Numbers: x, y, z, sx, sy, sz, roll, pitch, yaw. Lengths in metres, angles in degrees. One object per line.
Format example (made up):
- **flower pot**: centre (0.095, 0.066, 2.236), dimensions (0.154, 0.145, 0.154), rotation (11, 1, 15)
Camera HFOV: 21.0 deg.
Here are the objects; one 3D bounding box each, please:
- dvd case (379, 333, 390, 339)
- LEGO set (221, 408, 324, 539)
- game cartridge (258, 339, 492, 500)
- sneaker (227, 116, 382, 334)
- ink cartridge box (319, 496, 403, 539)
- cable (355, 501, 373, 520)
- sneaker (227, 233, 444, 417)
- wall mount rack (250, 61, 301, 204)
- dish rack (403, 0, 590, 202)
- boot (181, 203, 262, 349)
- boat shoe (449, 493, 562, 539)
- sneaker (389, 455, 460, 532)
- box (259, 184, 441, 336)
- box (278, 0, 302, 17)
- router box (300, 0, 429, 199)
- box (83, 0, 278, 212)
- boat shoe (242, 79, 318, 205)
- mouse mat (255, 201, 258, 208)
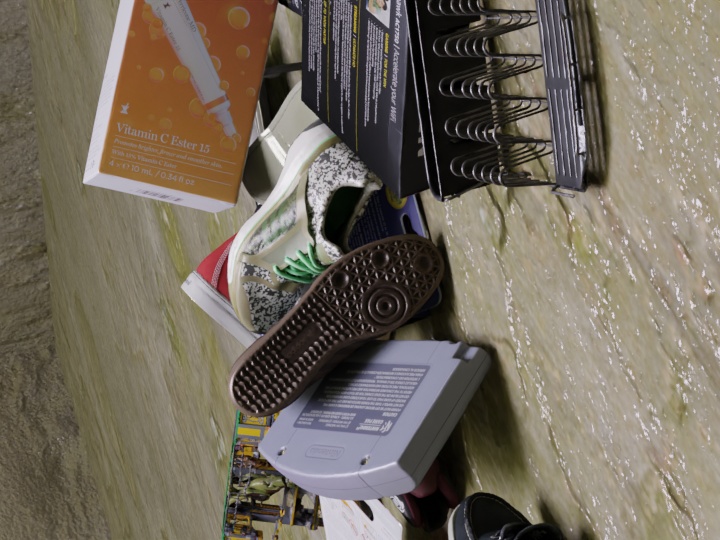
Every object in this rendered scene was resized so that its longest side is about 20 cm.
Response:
- **dvd case**: centre (0.000, 0.000, 1.717), dimensions (0.200, 0.016, 0.149), rotation (102, 154, -57)
- **LEGO set**: centre (-0.072, 0.200, 1.921), dimensions (0.154, 0.116, 0.200), rotation (-106, 23, -79)
- **game cartridge**: centre (0.005, 0.113, 1.488), dimensions (0.042, 0.133, 0.200), rotation (40, 159, -26)
- **sneaker**: centre (-0.042, -0.023, 1.545), dimensions (0.089, 0.077, 0.200), rotation (53, 126, 45)
- **ink cartridge box**: centre (0.022, 0.247, 1.673), dimensions (0.162, 0.050, 0.200), rotation (42, 144, 50)
- **cable**: centre (0.000, 0.250, 1.820), dimensions (0.097, 0.050, 0.200), rotation (99, 156, -44)
- **sneaker**: centre (-0.023, 0.038, 1.526), dimensions (0.071, 0.200, 0.076), rotation (54, 180, -3)
- **wall mount rack**: centre (-0.075, -0.128, 1.808), dimensions (0.174, 0.074, 0.200), rotation (-175, 75, -71)
- **dish rack**: centre (0.089, -0.118, 1.242), dimensions (0.200, 0.054, 0.154), rotation (-159, 59, -72)
- **boot**: centre (-0.040, 0.029, 1.728), dimensions (0.200, 0.144, 0.072), rotation (44, 177, -18)
- **boat shoe**: centre (0.117, 0.204, 1.310), dimensions (0.199, 0.074, 0.066), rotation (-112, 32, -55)
- **sneaker**: centre (0.031, 0.167, 1.623), dimensions (0.116, 0.076, 0.200), rotation (60, 176, 3)
- **box**: centre (-0.012, 0.000, 1.603), dimensions (0.200, 0.032, 0.121), rotation (-23, 77, 40)
- **box**: centre (-0.063, -0.330, 1.664), dimensions (0.160, 0.043, 0.200), rotation (-138, 39, -66)
- **router box**: centre (0.013, -0.175, 1.431), dimensions (0.149, 0.051, 0.200), rotation (47, 148, 40)
- **box**: centre (-0.154, -0.162, 1.672), dimensions (0.097, 0.124, 0.200), rotation (171, 110, -74)
- **boat shoe**: centre (-0.025, -0.120, 1.626), dimensions (0.075, 0.066, 0.199), rotation (55, 137, 9)
- **mouse mat**: centre (-0.100, -0.116, 1.904), dimensions (0.161, 0.008, 0.200), rotation (36, -141, -78)
